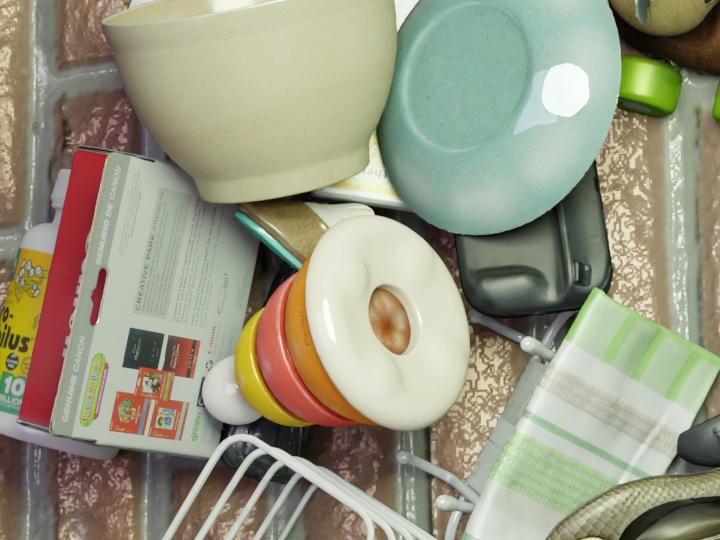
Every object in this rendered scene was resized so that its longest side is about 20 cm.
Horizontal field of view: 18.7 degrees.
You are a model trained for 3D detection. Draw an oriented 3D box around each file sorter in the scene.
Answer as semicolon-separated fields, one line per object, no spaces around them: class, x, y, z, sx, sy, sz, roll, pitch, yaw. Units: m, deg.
file sorter;-0.036;0.204;1.492;0.138;0.200;0.125;31;88;23

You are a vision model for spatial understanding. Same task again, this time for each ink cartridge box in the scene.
ink cartridge box;-0.164;0.021;1.529;0.083;0.175;0.201;10;87;37

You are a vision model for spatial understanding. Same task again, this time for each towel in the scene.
towel;0.157;0.126;1.459;0.031;0.149;0.201;29;92;47

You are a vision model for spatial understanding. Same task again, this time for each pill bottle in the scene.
pill bottle;-0.211;0.032;1.634;0.112;0.113;0.201;13;86;22

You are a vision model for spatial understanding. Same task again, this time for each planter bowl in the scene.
planter bowl;-0.063;-0.123;1.471;0.199;0.200;0.136;-7;103;20

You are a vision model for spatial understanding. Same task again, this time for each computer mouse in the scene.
computer mouse;0.304;0.084;1.460;0.199;0.059;0.034;-27;83;10

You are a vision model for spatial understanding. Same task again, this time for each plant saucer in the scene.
plant saucer;0.081;-0.126;1.470;0.200;0.039;0.202;-9;74;36

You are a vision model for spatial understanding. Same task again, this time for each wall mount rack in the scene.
wall mount rack;0.089;0.101;1.479;0.074;0.174;0.201;27;91;-14

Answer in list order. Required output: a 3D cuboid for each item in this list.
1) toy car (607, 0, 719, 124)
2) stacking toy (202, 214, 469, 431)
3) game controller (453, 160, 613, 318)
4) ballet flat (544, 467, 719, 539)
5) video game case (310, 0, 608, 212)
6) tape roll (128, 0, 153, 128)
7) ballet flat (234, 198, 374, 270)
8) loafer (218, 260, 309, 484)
toy car;0.225;-0.198;1.458;0.157;0.200;0.165;12;85;22
stacking toy;-0.038;0.057;1.486;0.199;0.146;0.147;-22;72;41
game controller;0.112;-0.063;1.504;0.104;0.042;0.201;-10;65;9
ballet flat;0.217;0.164;1.440;0.199;0.068;0.046;-16;49;-10
video game case;0.075;-0.128;1.560;0.199;0.023;0.183;9;83;-3
tape roll;-0.077;-0.167;1.640;0.201;0.071;0.204;-4;80;21
ballet flat;0.000;0.000;1.542;0.072;0.068;0.200;-46;107;-2
loafer;-0.043;0.058;1.597;0.070;0.068;0.202;21;81;-12
